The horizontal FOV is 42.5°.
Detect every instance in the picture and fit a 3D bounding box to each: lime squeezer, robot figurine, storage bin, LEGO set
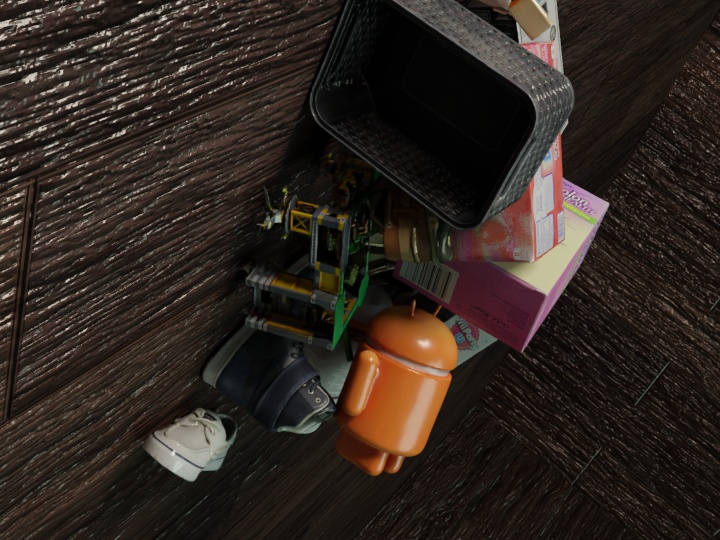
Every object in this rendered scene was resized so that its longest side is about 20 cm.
[{"bbox_3d":[0.000,0.000,1.073,0.038,0.070,0.203,-31,144,-80],"label":"lime squeezer"},{"bbox_3d":[0.041,0.128,1.055,0.117,0.142,0.203,-136,-114,-71],"label":"robot figurine"},{"bbox_3d":[0.069,-0.149,0.814,0.093,0.199,0.136,-30,153,-53],"label":"storage bin"},{"bbox_3d":[-0.058,-0.025,0.942,0.155,0.114,0.202,-64,163,-46],"label":"LEGO set"}]

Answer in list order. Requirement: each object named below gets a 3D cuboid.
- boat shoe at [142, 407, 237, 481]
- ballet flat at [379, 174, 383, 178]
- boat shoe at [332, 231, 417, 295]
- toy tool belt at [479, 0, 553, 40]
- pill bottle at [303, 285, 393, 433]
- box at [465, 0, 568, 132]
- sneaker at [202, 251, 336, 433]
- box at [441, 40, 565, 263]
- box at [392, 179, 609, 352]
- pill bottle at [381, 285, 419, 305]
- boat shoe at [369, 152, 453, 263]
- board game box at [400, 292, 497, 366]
[{"bbox_3d":[-0.184,0.191,1.055,0.066,0.071,0.200,-56,165,-3],"label":"boat shoe"},{"bbox_3d":[0.052,-0.169,0.995,0.069,0.069,0.201,-46,162,-22],"label":"ballet flat"},{"bbox_3d":[0.058,-0.002,1.156,0.199,0.076,0.075,0,155,-25],"label":"boat shoe"},{"bbox_3d":[0.169,-0.331,0.862,0.124,0.122,0.202,-27,150,-57],"label":"toy tool belt"},{"bbox_3d":[-0.048,0.102,1.179,0.202,0.109,0.109,-60,162,24],"label":"pill bottle"},{"bbox_3d":[0.180,-0.226,1.043,0.117,0.059,0.203,-51,139,-41],"label":"box"},{"bbox_3d":[-0.062,0.087,1.049,0.203,0.145,0.077,-51,163,-10],"label":"sneaker"},{"bbox_3d":[0.139,-0.117,0.910,0.102,0.093,0.204,-28,115,-57],"label":"box"},{"bbox_3d":[0.163,-0.036,1.075,0.200,0.174,0.098,-46,159,-42],"label":"box"},{"bbox_3d":[0.064,0.010,1.303,0.202,0.110,0.110,-58,163,20],"label":"pill bottle"},{"bbox_3d":[0.043,-0.072,0.903,0.201,0.072,0.077,-95,175,-61],"label":"boat shoe"},{"bbox_3d":[0.109,0.065,1.189,0.198,0.065,0.148,-35,-163,5],"label":"board game box"}]
